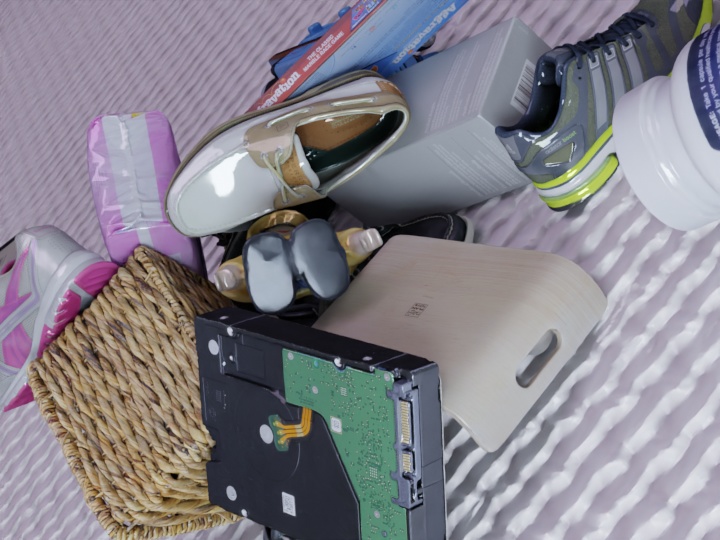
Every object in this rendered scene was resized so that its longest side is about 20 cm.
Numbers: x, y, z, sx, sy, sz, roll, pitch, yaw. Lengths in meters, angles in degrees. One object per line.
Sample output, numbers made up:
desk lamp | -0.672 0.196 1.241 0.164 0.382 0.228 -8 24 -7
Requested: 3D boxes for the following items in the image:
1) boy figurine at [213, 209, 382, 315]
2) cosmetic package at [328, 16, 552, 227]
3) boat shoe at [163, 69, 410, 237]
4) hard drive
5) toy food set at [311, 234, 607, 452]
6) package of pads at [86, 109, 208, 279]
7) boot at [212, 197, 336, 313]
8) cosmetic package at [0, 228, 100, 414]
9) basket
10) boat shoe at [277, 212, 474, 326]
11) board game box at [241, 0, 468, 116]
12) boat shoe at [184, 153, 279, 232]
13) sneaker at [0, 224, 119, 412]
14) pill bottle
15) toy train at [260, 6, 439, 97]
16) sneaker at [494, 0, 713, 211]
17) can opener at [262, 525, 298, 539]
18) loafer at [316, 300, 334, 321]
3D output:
boy figurine | -0.046 -0.010 1.131 0.124 0.065 0.200 -15 7 -2
cosmetic package | 0.066 -0.108 1.216 0.200 0.090 0.107 -20 41 51
boat shoe | -0.055 -0.085 1.154 0.200 0.075 0.068 -33 27 -6
hard drive | -0.028 0.107 0.996 0.200 0.038 0.140 12 112 46
toy food set | 0.048 0.049 1.038 0.200 0.060 0.144 7 46 46
package of pads | -0.175 -0.032 1.301 0.076 0.200 0.121 -10 60 -3
boot | -0.099 -0.031 1.398 0.154 0.073 0.204 -18 37 51
cosmetic package | -0.260 0.065 1.398 0.103 0.200 0.087 -32 33 33
basket | -0.140 0.108 1.201 0.149 0.143 0.200 -47 52 9
boat shoe | 0.000 -0.002 1.212 0.199 0.066 0.075 -25 39 43
board game box | -0.006 -0.164 1.212 0.200 0.103 0.019 -42 69 15
boat shoe | -0.100 -0.082 1.273 0.065 0.075 0.202 -10 22 24
sneaker | -0.264 0.036 1.276 0.081 0.088 0.200 -20 -29 -47
pill bottle | 0.250 -0.101 0.883 0.200 0.116 0.116 -27 37 40
toy train | -0.016 -0.183 1.399 0.114 0.087 0.200 -41 19 -32
sneaker | 0.173 -0.141 1.088 0.200 0.081 0.074 -56 28 -5
can opener | -0.019 0.205 1.040 0.200 0.053 0.067 -144 59 -62
loafer | -0.006 0.101 1.118 0.200 0.075 0.070 -87 12 -48
